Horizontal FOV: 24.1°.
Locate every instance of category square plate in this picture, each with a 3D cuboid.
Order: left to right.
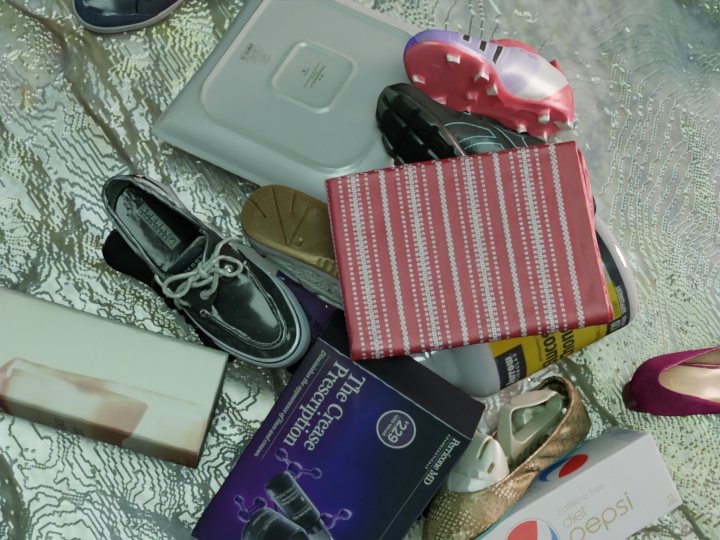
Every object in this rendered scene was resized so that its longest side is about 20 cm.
[{"bbox_3d":[-0.040,-0.152,1.390,0.198,0.028,0.200,26,65,14],"label":"square plate"}]

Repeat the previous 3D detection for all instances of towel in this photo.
[{"bbox_3d":[0.081,-0.015,1.255,0.200,0.022,0.145,-8,76,-3],"label":"towel"}]

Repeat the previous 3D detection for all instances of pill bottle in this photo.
[{"bbox_3d":[0.115,0.034,1.367,0.200,0.112,0.112,-27,83,-10],"label":"pill bottle"}]

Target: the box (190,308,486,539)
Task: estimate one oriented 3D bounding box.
[{"bbox_3d":[-0.017,0.154,1.303,0.141,0.079,0.200,32,110,-1],"label":"box"}]

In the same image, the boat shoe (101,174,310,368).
[{"bbox_3d":[-0.121,-0.002,1.294,0.074,0.068,0.199,-42,80,2],"label":"boat shoe"}]

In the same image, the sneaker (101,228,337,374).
[{"bbox_3d":[-0.116,0.023,1.355,0.200,0.076,0.088,16,62,-2],"label":"sneaker"}]

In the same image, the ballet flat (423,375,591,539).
[{"bbox_3d":[0.110,0.145,1.335,0.200,0.070,0.065,-38,121,-42],"label":"ballet flat"}]

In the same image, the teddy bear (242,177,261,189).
[{"bbox_3d":[-0.001,-0.069,1.388,0.200,0.067,0.145,12,57,0],"label":"teddy bear"}]

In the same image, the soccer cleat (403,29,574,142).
[{"bbox_3d":[0.104,-0.165,1.389,0.200,0.067,0.077,19,54,-42],"label":"soccer cleat"}]

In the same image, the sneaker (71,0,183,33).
[{"bbox_3d":[-0.149,-0.272,1.385,0.202,0.146,0.077,-27,84,-9],"label":"sneaker"}]

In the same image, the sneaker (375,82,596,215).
[{"bbox_3d":[0.098,-0.082,1.332,0.200,0.075,0.079,42,55,8],"label":"sneaker"}]

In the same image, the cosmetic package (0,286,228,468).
[{"bbox_3d":[-0.211,0.085,1.331,0.200,0.103,0.087,17,77,-1],"label":"cosmetic package"}]

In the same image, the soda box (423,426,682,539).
[{"bbox_3d":[0.152,0.202,1.348,0.200,0.064,0.068,-28,98,-15],"label":"soda box"}]

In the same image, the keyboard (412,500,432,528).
[{"bbox_3d":[0.050,0.158,1.374,0.104,0.040,0.200,-43,85,-12],"label":"keyboard"}]

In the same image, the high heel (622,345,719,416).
[{"bbox_3d":[0.318,0.087,1.385,0.200,0.096,0.068,-13,81,-8],"label":"high heel"}]

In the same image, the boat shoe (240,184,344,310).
[{"bbox_3d":[0.000,0.000,1.317,0.200,0.069,0.071,29,69,11],"label":"boat shoe"}]
